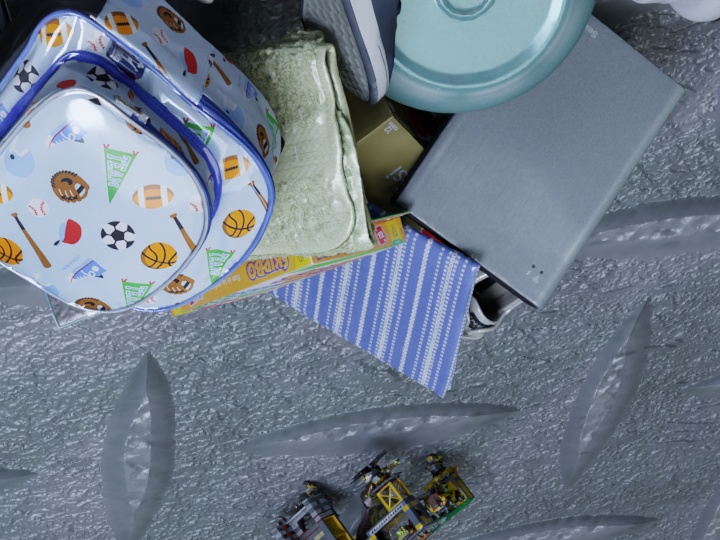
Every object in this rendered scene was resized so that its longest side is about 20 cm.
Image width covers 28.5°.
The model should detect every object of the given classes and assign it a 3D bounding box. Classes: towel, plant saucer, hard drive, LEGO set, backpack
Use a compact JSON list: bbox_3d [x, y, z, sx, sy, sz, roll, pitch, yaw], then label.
[{"bbox_3d":[0.000,0.000,1.108,0.024,0.199,0.146,-41,152,-39],"label":"towel"},{"bbox_3d":[-0.077,-0.076,0.957,0.199,0.150,0.036,-5,-168,43],"label":"towel"},{"bbox_3d":[0.070,-0.197,0.968,0.198,0.036,0.202,-2,117,-4],"label":"plant saucer"},{"bbox_3d":[0.133,-0.094,1.058,0.139,0.033,0.201,35,87,-12],"label":"hard drive"},{"bbox_3d":[0.006,0.242,1.438,0.200,0.116,0.153,-48,162,32],"label":"LEGO set"},{"bbox_3d":[-0.143,-0.067,0.859,0.190,0.155,0.200,31,128,-29],"label":"backpack"}]

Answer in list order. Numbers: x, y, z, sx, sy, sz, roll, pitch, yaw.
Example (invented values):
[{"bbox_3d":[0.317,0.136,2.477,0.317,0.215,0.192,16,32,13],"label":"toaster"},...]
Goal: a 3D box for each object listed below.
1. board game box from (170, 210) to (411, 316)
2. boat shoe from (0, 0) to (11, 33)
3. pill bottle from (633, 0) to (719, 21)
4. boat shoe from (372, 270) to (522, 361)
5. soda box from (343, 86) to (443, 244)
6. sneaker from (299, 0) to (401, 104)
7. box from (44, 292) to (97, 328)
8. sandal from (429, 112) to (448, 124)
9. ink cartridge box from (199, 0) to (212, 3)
[{"bbox_3d":[-0.054,-0.005,1.060,0.095,0.030,0.199,-15,174,-42],"label":"board game box"},{"bbox_3d":[-0.260,-0.183,0.880,0.074,0.063,0.201,-15,137,-4],"label":"boat shoe"},{"bbox_3d":[0.288,-0.237,1.018,0.198,0.110,0.110,-7,137,-16],"label":"pill bottle"},{"bbox_3d":[0.088,0.022,1.137,0.199,0.066,0.072,-35,137,15],"label":"boat shoe"},{"bbox_3d":[0.043,-0.072,1.121,0.064,0.068,0.200,-34,137,14],"label":"soda box"},{"bbox_3d":[0.029,-0.206,0.896,0.146,0.077,0.203,-40,151,-17],"label":"sneaker"},{"bbox_3d":[-0.146,-0.032,1.063,0.198,0.049,0.083,-21,95,2],"label":"box"},{"bbox_3d":[0.126,-0.110,1.141,0.075,0.048,0.200,-36,124,18],"label":"sandal"},{"bbox_3d":[-0.140,-0.265,0.825,0.199,0.083,0.147,17,127,-36],"label":"ink cartridge box"}]
